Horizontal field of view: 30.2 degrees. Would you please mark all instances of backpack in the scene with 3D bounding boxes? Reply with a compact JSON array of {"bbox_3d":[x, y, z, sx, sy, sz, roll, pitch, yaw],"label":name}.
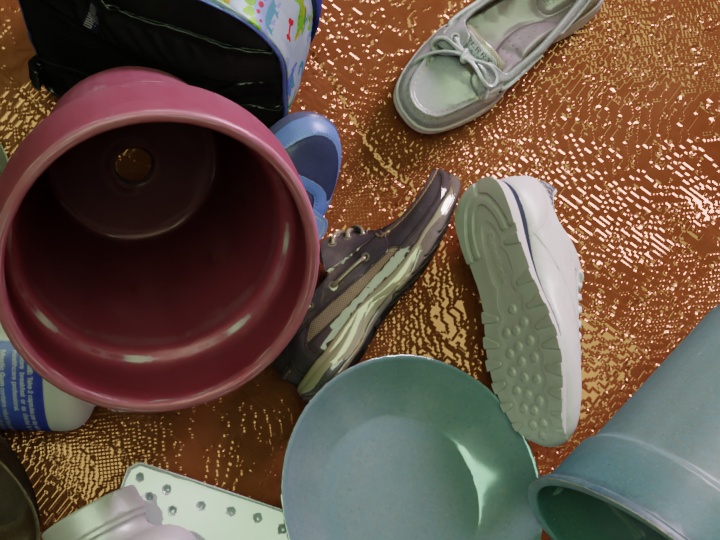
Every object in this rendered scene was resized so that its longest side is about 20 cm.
[{"bbox_3d":[-0.128,-0.195,0.954,0.199,0.183,0.148,19,65,3],"label":"backpack"}]

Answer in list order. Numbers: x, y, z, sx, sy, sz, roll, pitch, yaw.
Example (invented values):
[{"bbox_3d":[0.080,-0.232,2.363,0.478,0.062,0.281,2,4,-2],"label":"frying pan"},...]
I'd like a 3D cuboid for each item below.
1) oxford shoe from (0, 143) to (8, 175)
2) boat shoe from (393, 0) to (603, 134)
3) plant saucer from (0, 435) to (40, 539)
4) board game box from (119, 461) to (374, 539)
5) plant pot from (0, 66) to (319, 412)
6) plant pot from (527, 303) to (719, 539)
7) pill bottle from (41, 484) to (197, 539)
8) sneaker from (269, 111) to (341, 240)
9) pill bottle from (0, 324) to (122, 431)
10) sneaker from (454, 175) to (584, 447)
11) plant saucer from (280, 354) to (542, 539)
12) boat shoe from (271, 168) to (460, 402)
[{"bbox_3d":[-0.284,-0.062,0.939,0.075,0.058,0.201,-6,40,-11],"label":"oxford shoe"},{"bbox_3d":[0.110,-0.182,1.022,0.201,0.065,0.075,-35,81,-9],"label":"boat shoe"},{"bbox_3d":[-0.299,0.129,0.888,0.199,0.201,0.032,22,48,3],"label":"plant saucer"},{"bbox_3d":[-0.101,0.261,0.939,0.198,0.026,0.201,18,77,1],"label":"board game box"},{"bbox_3d":[-0.139,-0.041,0.854,0.198,0.179,0.201,-7,120,-13],"label":"plant pot"},{"bbox_3d":[0.250,0.137,0.906,0.200,0.200,0.196,40,70,6],"label":"plant pot"},{"bbox_3d":[-0.133,0.245,0.871,0.110,0.111,0.201,-28,80,-8],"label":"pill bottle"},{"bbox_3d":[-0.064,-0.016,0.949,0.074,0.082,0.201,25,94,-32],"label":"sneaker"},{"bbox_3d":[-0.243,0.056,0.933,0.198,0.112,0.113,2,78,-2],"label":"pill bottle"},{"bbox_3d":[0.134,0.027,0.973,0.080,0.076,0.202,-2,79,-43],"label":"sneaker"},{"bbox_3d":[0.033,0.162,0.941,0.199,0.039,0.203,7,69,-20],"label":"plant saucer"},{"bbox_3d":[0.000,0.000,0.974,0.073,0.075,0.201,35,78,6],"label":"boat shoe"}]
